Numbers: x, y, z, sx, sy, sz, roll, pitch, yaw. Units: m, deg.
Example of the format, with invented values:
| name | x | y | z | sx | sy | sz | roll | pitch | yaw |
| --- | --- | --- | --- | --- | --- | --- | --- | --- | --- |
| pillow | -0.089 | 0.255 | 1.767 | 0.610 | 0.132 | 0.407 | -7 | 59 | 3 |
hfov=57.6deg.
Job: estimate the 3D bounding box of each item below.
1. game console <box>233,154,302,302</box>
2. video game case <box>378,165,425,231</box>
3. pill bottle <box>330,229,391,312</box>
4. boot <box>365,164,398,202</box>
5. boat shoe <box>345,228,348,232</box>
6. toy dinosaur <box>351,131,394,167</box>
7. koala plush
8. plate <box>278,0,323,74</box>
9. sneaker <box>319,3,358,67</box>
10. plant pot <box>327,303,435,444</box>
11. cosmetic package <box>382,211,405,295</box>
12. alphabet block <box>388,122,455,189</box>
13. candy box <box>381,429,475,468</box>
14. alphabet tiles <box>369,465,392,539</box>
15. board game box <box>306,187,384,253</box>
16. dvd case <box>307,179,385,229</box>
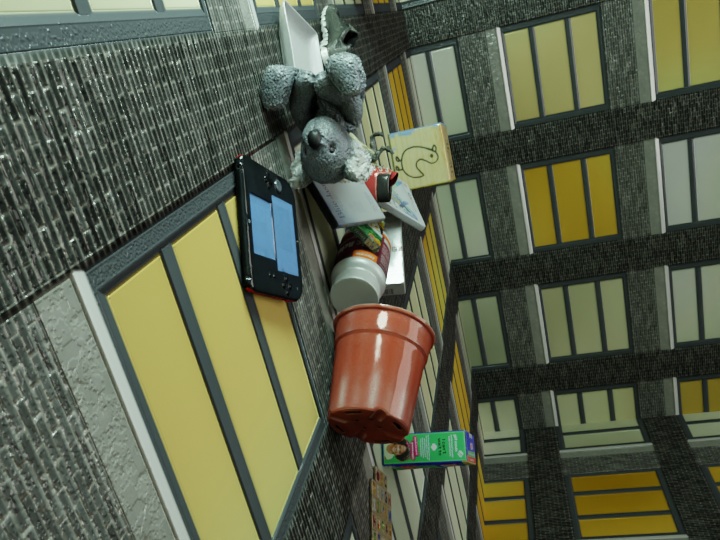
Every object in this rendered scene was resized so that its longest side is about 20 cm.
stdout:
| name | x | y | z | sx | sy | sz | roll | pitch | yaw |
| --- | --- | --- | --- | --- | --- | --- | --- | --- | --- |
| game console | -0.136 | -0.057 | 0.992 | 0.177 | 0.031 | 0.202 | 31 | 51 | -73 |
| video game case | 0.064 | -0.198 | 1.601 | 0.199 | 0.022 | 0.183 | 27 | 30 | -33 |
| pill bottle | 0.000 | 0.000 | 1.330 | 0.201 | 0.113 | 0.115 | -77 | 155 | -57 |
| boot | 0.010 | -0.241 | 1.459 | 0.072 | 0.143 | 0.202 | 17 | 63 | -72 |
| boat shoe | 0.003 | -0.119 | 1.514 | 0.093 | 0.074 | 0.201 | 27 | 43 | -53 |
| toy dinosaur | 0.025 | -0.271 | 1.504 | 0.201 | 0.088 | 0.047 | 60 | 18 | 14 |
| koala plush | -0.057 | -0.241 | 1.124 | 0.184 | 0.176 | 0.202 | -2 | 86 | -75 |
| plate | -0.113 | -0.398 | 1.290 | 0.199 | 0.032 | 0.202 | -6 | 88 | -75 |
| sneaker | -0.047 | -0.552 | 1.529 | 0.067 | 0.090 | 0.201 | 63 | 23 | -53 |
| plant pot | 0.028 | 0.198 | 1.202 | 0.201 | 0.199 | 0.196 | 65 | 30 | -48 |
| cosmetic package | 0.055 | -0.042 | 1.588 | 0.074 | 0.101 | 0.202 | 77 | 9 | -64 |
| alphabet block | 0.218 | -0.395 | 2.295 | 0.196 | 0.194 | 0.202 | -35 | 114 | -73 |
| candy box | 0.165 | 0.427 | 1.550 | 0.169 | 0.198 | 0.078 | 49 | 35 | -65 |
| alphabet tiles | 0.046 | 0.533 | 1.406 | 0.167 | 0.006 | 0.201 | 59 | 25 | -55 |
| board game box | -0.029 | -0.131 | 1.296 | 0.200 | 0.023 | 0.105 | 43 | 31 | -20 |
| dvd case | -0.035 | -0.150 | 1.264 | 0.143 | 0.018 | 0.200 | 59 | 29 | 8 |
